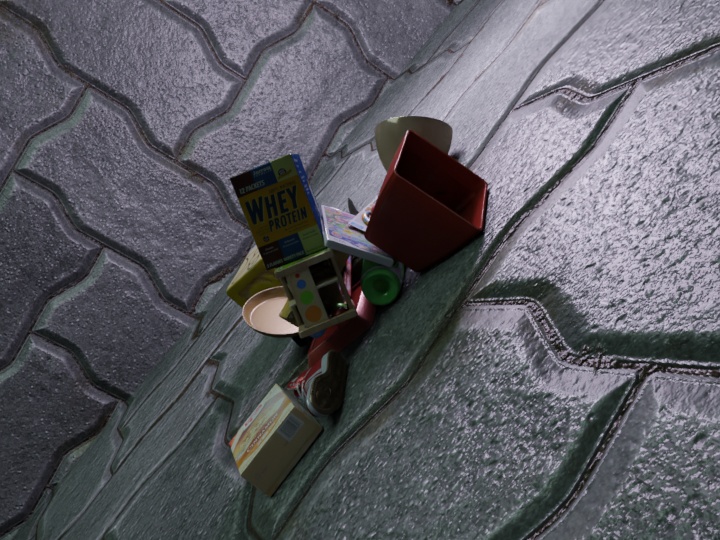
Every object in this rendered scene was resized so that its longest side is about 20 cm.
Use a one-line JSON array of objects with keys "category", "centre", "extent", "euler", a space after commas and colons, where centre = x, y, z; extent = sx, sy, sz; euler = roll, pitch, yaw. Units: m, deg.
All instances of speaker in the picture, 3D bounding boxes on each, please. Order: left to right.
[{"category": "speaker", "centre": [0.046, -0.005, 1.601], "extent": [0.088, 0.088, 0.200], "euler": [-43, 16, 20]}]

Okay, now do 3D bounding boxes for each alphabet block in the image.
[{"category": "alphabet block", "centre": [-0.218, 0.017, 2.091], "extent": [0.195, 0.196, 0.201], "euler": [-39, 18, 37]}]

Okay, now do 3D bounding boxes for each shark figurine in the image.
[{"category": "shark figurine", "centre": [-0.019, -0.090, 1.820], "extent": [0.129, 0.089, 0.214], "euler": [-57, -14, -4]}]

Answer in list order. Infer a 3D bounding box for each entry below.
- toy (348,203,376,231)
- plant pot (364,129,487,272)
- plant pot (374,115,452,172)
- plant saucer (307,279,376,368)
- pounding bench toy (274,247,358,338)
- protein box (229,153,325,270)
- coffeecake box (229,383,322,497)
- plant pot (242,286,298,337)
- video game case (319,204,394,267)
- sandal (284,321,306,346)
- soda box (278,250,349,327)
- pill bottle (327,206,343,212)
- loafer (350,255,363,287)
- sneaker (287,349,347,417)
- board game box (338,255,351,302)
[{"category": "toy", "centre": [0.055, -0.118, 1.653], "extent": [0.200, 0.114, 0.048], "euler": [-47, -20, -70]}, {"category": "plant pot", "centre": [0.116, -0.121, 1.509], "extent": [0.177, 0.199, 0.201], "euler": [-51, 11, 34]}, {"category": "plant pot", "centre": [0.132, -0.288, 1.914], "extent": [0.200, 0.199, 0.136], "euler": [-19, 66, 62]}, {"category": "plant saucer", "centre": [-0.039, 0.106, 1.664], "extent": [0.199, 0.037, 0.201], "euler": [-41, 17, 28]}, {"category": "pounding bench toy", "centre": [-0.089, 0.042, 1.574], "extent": [0.123, 0.157, 0.200], "euler": [-22, 8, -1]}, {"category": "protein box", "centre": [-0.163, -0.130, 1.611], "extent": [0.134, 0.202, 0.199], "euler": [-21, 8, 3]}, {"category": "coffeecake box", "centre": [-0.165, 0.314, 1.439], "extent": [0.154, 0.073, 0.200], "euler": [-52, 14, -7]}, {"category": "plant pot", "centre": [-0.180, 0.102, 1.811], "extent": [0.201, 0.198, 0.028], "euler": [-73, -16, -57]}, {"category": "video game case", "centre": [-0.011, -0.074, 1.569], "extent": [0.200, 0.142, 0.018], "euler": [-104, 35, -64]}, {"category": "sandal", "centre": [-0.142, 0.118, 1.868], "extent": [0.045, 0.075, 0.200], "euler": [-34, 16, 17]}, {"category": "soda box", "centre": [-0.103, 0.033, 1.712], "extent": [0.201, 0.064, 0.068], "euler": [-62, 20, -9]}, {"category": "pill bottle", "centre": [-0.093, -0.048, 1.899], "extent": [0.201, 0.113, 0.113], "euler": [-62, 18, -19]}, {"category": "loafer", "centre": [0.000, 0.000, 1.774], "extent": [0.200, 0.073, 0.071], "euler": [-46, 24, 32]}, {"category": "sneaker", "centre": [-0.090, 0.234, 1.424], "extent": [0.112, 0.071, 0.200], "euler": [-39, 10, 20]}, {"category": "board game box", "centre": [-0.058, 0.030, 1.730], "extent": [0.103, 0.019, 0.201], "euler": [-48, 22, 25]}]
